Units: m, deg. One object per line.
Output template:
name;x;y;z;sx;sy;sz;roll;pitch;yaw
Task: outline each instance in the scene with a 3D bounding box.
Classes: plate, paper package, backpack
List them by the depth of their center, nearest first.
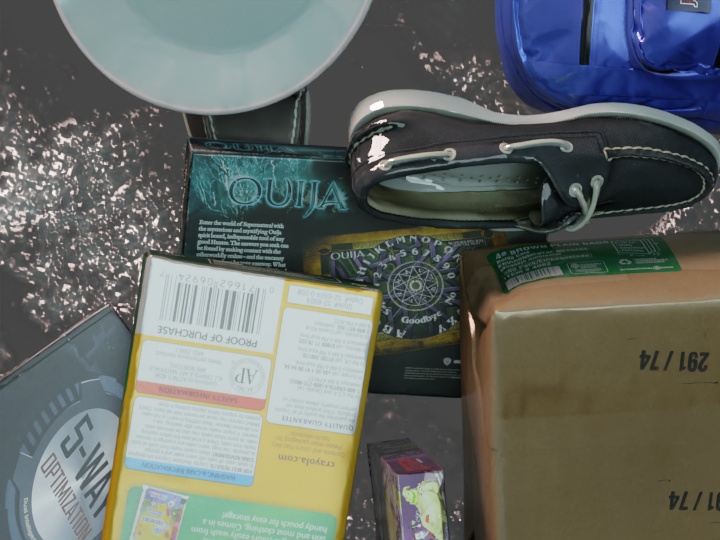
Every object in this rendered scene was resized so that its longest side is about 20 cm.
plate;-0.075;-0.182;1.465;0.200;0.026;0.201;1;94;20
paper package;0.159;0.081;1.478;0.200;0.103;0.191;-4;108;-6
backpack;0.173;-0.156;1.479;0.200;0.168;0.163;5;85;1

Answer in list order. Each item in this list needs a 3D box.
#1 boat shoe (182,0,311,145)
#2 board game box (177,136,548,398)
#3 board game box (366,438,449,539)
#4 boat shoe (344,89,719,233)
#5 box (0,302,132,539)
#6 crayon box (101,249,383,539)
boat shoe;-0.064;-0.129;1.508;0.072;0.061;0.202;-5;91;-5
board game box;0.000;0.000;1.510;0.200;0.028;0.136;3;107;-9
board game box;0.027;0.154;1.451;0.032;0.200;0.120;-9;91;-4
boat shoe;0.091;-0.047;1.448;0.200;0.076;0.060;2;48;-3
box;-0.144;0.143;1.513;0.160;0.044;0.200;-35;94;-4
crayon box;-0.067;0.097;1.467;0.125;0.052;0.200;9;93;-6
